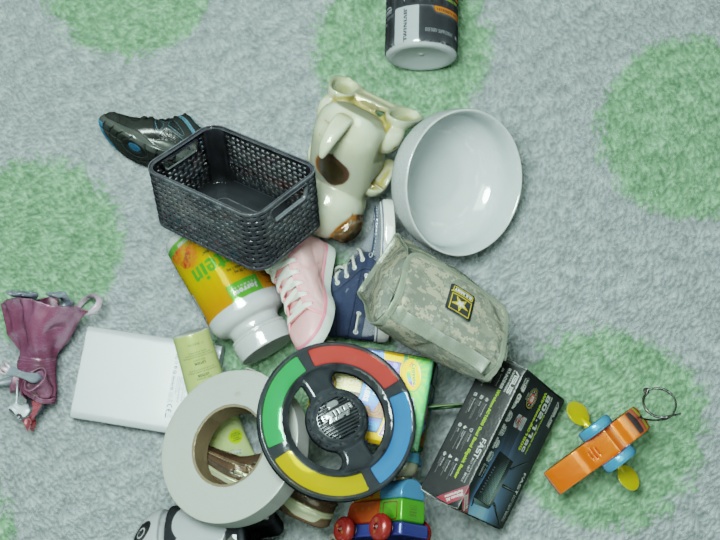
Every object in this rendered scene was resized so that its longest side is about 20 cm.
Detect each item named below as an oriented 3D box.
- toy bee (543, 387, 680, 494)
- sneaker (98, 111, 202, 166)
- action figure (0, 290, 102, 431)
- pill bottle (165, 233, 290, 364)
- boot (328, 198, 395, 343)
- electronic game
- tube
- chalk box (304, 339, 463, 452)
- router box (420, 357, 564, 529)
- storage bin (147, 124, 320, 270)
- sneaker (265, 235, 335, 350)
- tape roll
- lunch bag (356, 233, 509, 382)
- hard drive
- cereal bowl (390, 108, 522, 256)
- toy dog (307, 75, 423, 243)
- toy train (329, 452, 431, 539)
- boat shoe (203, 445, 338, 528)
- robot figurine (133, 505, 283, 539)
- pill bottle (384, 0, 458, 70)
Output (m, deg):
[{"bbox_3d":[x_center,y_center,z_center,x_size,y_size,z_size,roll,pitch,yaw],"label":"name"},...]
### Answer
[{"bbox_3d":[0.341,0.225,1.365,0.200,0.109,0.131,-19,85,27],"label":"toy bee"},{"bbox_3d":[-0.287,-0.194,1.527,0.200,0.073,0.082,22,66,4],"label":"sneaker"},{"bbox_3d":[-0.459,0.129,1.478,0.149,0.134,0.201,0,91,-36],"label":"action figure"},{"bbox_3d":[-0.177,0.026,1.442,0.111,0.111,0.200,-32,78,-1],"label":"pill bottle"},{"bbox_3d":[0.000,0.000,1.426,0.090,0.073,0.201,4,96,0],"label":"boot"},{"bbox_3d":[-0.029,0.185,1.281,0.199,0.042,0.200,4,69,-10],"label":"electronic game"},{"bbox_3d":[-0.205,0.179,1.424,0.058,0.052,0.200,-12,96,29],"label":"tube"},{"bbox_3d":[0.038,0.174,1.384,0.200,0.125,0.124,11,80,9],"label":"chalk box"},{"bbox_3d":[0.175,0.224,1.342,0.062,0.150,0.200,23,82,36],"label":"router box"},{"bbox_3d":[-0.165,-0.099,1.368,0.200,0.094,0.135,24,48,30],"label":"storage bin"},{"bbox_3d":[-0.092,0.019,1.389,0.075,0.105,0.200,-41,31,33],"label":"sneaker"},{"bbox_3d":[-0.162,0.227,1.335,0.202,0.037,0.203,-10,64,21],"label":"tape roll"},{"bbox_3d":[0.095,0.052,1.311,0.164,0.200,0.118,31,100,-13],"label":"lunch bag"},{"bbox_3d":[-0.302,0.159,1.474,0.199,0.025,0.132,8,80,7],"label":"hard drive"},{"bbox_3d":[0.122,-0.124,1.425,0.200,0.083,0.201,-7,105,-29],"label":"cereal bowl"},{"bbox_3d":[-0.019,-0.136,1.426,0.139,0.194,0.200,22,117,2],"label":"toy dog"},{"bbox_3d":[0.006,0.303,1.360,0.200,0.085,0.116,-19,59,47],"label":"toy train"},{"bbox_3d":[-0.120,0.269,1.386,0.202,0.075,0.075,23,90,5],"label":"boat shoe"},{"bbox_3d":[-0.202,0.366,1.371,0.199,0.150,0.125,-10,111,4],"label":"robot figurine"},{"bbox_3d":[0.089,-0.401,1.499,0.106,0.106,0.201,0,79,6],"label":"pill bottle"}]
